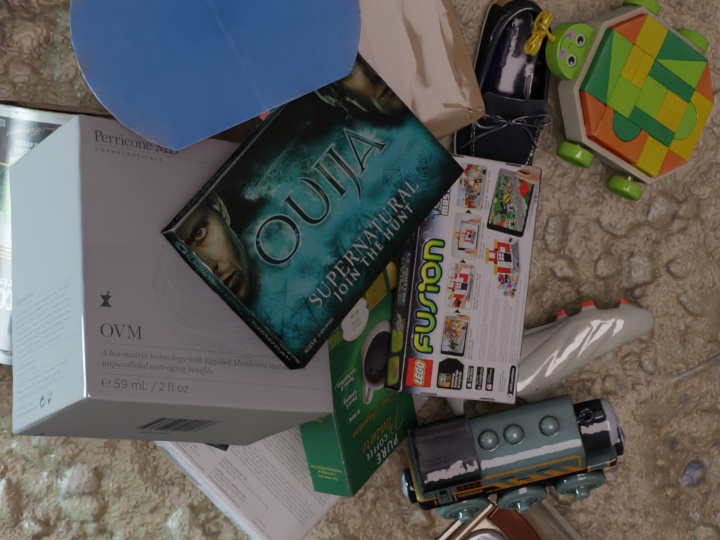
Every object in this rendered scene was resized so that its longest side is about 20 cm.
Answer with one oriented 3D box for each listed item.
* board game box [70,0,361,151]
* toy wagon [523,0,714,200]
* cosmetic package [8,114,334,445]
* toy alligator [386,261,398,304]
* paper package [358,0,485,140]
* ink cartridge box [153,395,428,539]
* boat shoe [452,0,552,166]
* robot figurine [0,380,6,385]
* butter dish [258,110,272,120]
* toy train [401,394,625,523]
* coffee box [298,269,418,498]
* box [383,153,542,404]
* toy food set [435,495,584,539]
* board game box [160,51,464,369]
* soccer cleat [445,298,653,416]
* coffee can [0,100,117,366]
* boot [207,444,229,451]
[{"bbox_3d":[-0.102,-0.172,1.055,0.199,0.039,0.158,-25,79,-12],"label":"board game box"},{"bbox_3d":[0.222,-0.158,1.293,0.200,0.040,0.156,27,86,-35],"label":"toy wagon"},{"bbox_3d":[-0.137,0.013,1.085,0.199,0.123,0.201,7,69,-37],"label":"cosmetic package"},{"bbox_3d":[0.000,0.000,1.303,0.054,0.059,0.200,-32,102,-3],"label":"toy alligator"},{"bbox_3d":[0.009,-0.191,1.204,0.103,0.200,0.191,-20,100,-6],"label":"paper package"},{"bbox_3d":[-0.062,0.128,1.330,0.161,0.050,0.200,47,71,-12],"label":"ink cartridge box"},{"bbox_3d":[0.125,-0.138,1.302,0.074,0.062,0.201,7,99,-12],"label":"boat shoe"},{"bbox_3d":[-0.394,0.088,1.225,0.199,0.113,0.170,21,71,-11],"label":"robot figurine"},{"bbox_3d":[-0.135,-0.221,1.171,0.147,0.200,0.200,-3,105,-9],"label":"butter dish"},{"bbox_3d":[0.129,0.158,1.295,0.199,0.114,0.086,-13,66,4],"label":"toy train"},{"bbox_3d":[-0.013,0.071,1.242,0.044,0.123,0.201,3,119,31],"label":"coffee box"},{"bbox_3d":[0.086,0.006,1.260,0.110,0.035,0.201,8,89,-21],"label":"box"},{"bbox_3d":[0.120,0.301,1.366,0.200,0.060,0.144,-44,103,-1],"label":"toy food set"},{"bbox_3d":[-0.030,-0.049,1.064,0.135,0.028,0.200,46,65,-16],"label":"board game box"},{"bbox_3d":[0.165,0.079,1.333,0.199,0.069,0.078,-13,74,-1],"label":"soccer cleat"},{"bbox_3d":[-0.231,-0.029,1.218,0.146,0.146,0.201,5,97,-10],"label":"coffee can"},{"bbox_3d":[-0.119,0.031,1.218,0.065,0.165,0.201,17,79,19],"label":"boot"}]
